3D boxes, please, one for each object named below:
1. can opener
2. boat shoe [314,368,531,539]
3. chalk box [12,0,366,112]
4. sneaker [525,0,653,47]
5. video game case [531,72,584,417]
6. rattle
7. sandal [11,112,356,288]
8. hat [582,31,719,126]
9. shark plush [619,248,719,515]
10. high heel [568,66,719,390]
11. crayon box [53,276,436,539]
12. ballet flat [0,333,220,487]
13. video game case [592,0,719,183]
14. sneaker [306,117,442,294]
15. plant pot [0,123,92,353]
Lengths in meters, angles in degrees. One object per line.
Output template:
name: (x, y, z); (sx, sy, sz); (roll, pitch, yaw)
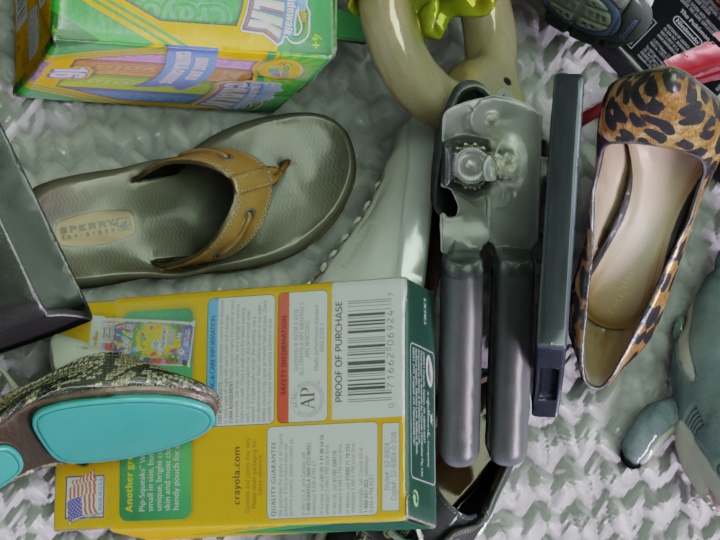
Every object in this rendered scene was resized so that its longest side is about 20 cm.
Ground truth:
can opener: (0.064, 0.001, 1.528); (0.053, 0.067, 0.201); (-1, 107, -8)
boat shoe: (0.028, 0.137, 1.568); (0.072, 0.068, 0.200); (37, 72, -9)
chalk box: (-0.080, -0.160, 1.561); (0.199, 0.124, 0.125); (1, 78, -17)
sneaker: (0.089, -0.202, 1.641); (0.199, 0.075, 0.087); (30, 61, 9)
video game case: (0.105, -0.009, 1.553); (0.019, 0.200, 0.144); (4, 77, 4)
rattle: (0.094, -0.122, 1.563); (0.142, 0.130, 0.200); (-25, 114, 21)
sandal: (-0.092, -0.039, 1.570); (0.199, 0.055, 0.082); (-10, 83, -19)
hat: (0.246, -0.127, 1.674); (0.199, 0.166, 0.177); (25, 111, 2)
shark plush: (0.222, 0.044, 1.638); (0.090, 0.083, 0.201); (23, 73, -12)
high heel: (0.152, -0.021, 1.570); (0.071, 0.200, 0.143); (13, 72, 4)
crayon box: (-0.061, 0.075, 1.523); (0.199, 0.052, 0.126); (-4, 78, 20)
ballet flat: (-0.174, 0.075, 1.495); (0.199, 0.068, 0.076); (-20, 54, 2)
video game case: (0.233, -0.154, 1.712); (0.200, 0.025, 0.181); (46, 70, -3)
sneaker: (0.000, 0.000, 1.584); (0.084, 0.073, 0.201); (5, 63, 12)
plant pot: (-0.263, -0.026, 1.443); (0.177, 0.200, 0.201); (-27, 88, 1)
